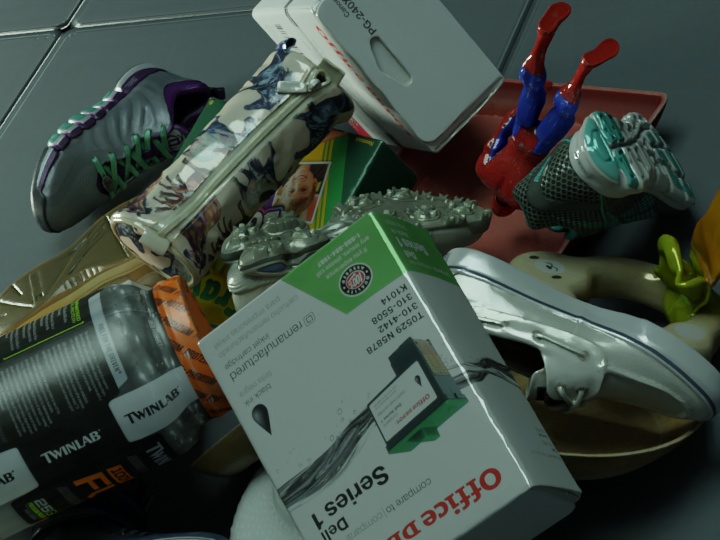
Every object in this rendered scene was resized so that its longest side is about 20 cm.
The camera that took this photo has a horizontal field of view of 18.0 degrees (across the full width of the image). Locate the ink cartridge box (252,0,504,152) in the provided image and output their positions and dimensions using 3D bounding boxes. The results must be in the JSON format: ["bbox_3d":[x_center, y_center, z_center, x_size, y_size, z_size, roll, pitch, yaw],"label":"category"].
[{"bbox_3d":[0.011,-0.173,1.749,0.083,0.145,0.200,-44,15,-8],"label":"ink cartridge box"}]

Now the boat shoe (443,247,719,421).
[{"bbox_3d":[0.127,0.057,1.419,0.199,0.071,0.070,26,64,9],"label":"boat shoe"}]

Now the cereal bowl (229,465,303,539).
[{"bbox_3d":[0.001,0.155,1.471,0.199,0.084,0.200,-17,36,13],"label":"cereal bowl"}]

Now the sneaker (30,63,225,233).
[{"bbox_3d":[-0.196,-0.105,1.916,0.087,0.075,0.200,10,48,32],"label":"sneaker"}]

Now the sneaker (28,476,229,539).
[{"bbox_3d":[-0.150,0.174,1.517,0.202,0.077,0.147,-20,34,31],"label":"sneaker"}]

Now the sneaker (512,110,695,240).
[{"bbox_3d":[0.165,-0.060,1.581,0.091,0.200,0.078,-33,72,21],"label":"sneaker"}]

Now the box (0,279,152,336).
[{"bbox_3d":[-0.225,0.092,1.621,0.199,0.098,0.124,-23,-5,3],"label":"box"}]

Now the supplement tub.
[{"bbox_3d":[-0.188,0.088,1.494,0.199,0.123,0.123,-25,36,3],"label":"supplement tub"}]

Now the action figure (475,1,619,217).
[{"bbox_3d":[0.139,-0.113,1.595,0.065,0.200,0.099,41,53,14],"label":"action figure"}]

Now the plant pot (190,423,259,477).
[{"bbox_3d":[-0.028,0.081,1.541,0.200,0.028,0.200,-37,-3,-3],"label":"plant pot"}]

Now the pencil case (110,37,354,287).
[{"bbox_3d":[-0.091,-0.074,1.631,0.078,0.090,0.200,39,69,8],"label":"pencil case"}]

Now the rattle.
[{"bbox_3d":[0.150,-0.015,1.498,0.199,0.143,0.130,19,44,13],"label":"rattle"}]

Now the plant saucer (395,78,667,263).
[{"bbox_3d":[0.109,-0.065,1.717,0.199,0.037,0.200,9,49,37],"label":"plant saucer"}]

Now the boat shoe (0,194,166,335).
[{"bbox_3d":[-0.186,0.008,1.712,0.200,0.063,0.073,-34,35,10],"label":"boat shoe"}]

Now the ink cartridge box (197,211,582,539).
[{"bbox_3d":[0.017,0.090,1.363,0.146,0.084,0.200,-37,67,16],"label":"ink cartridge box"}]

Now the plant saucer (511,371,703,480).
[{"bbox_3d":[0.122,0.086,1.469,0.199,0.036,0.200,5,24,-2],"label":"plant saucer"}]

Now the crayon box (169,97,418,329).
[{"bbox_3d":[-0.078,-0.030,1.720,0.200,0.058,0.173,17,72,44],"label":"crayon box"}]

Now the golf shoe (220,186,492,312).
[{"bbox_3d":[0.000,0.000,1.617,0.199,0.098,0.078,-12,21,-16],"label":"golf shoe"}]
